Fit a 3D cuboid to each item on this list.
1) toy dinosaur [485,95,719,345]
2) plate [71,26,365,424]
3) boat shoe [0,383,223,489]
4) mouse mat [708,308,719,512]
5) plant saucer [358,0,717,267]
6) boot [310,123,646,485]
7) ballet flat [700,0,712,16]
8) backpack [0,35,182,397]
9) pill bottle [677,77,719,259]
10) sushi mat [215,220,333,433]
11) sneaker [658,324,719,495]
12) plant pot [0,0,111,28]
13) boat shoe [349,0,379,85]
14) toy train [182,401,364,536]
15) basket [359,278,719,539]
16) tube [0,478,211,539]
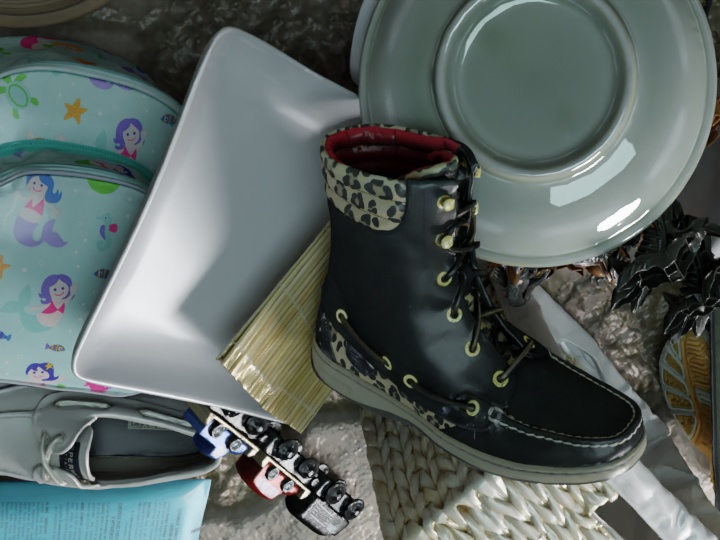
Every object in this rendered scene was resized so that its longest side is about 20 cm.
[{"bbox_3d":[0.161,-0.040,0.804,0.101,0.137,0.201,3,138,-33],"label":"toy dinosaur"},{"bbox_3d":[-0.059,-0.018,0.775,0.198,0.032,0.202,19,98,-50],"label":"plate"},{"bbox_3d":[-0.186,0.114,0.896,0.197,0.066,0.073,4,112,-11],"label":"boat shoe"},{"bbox_3d":[0.302,0.075,0.942,0.159,0.007,0.203,-9,100,-29],"label":"mouse mat"},{"bbox_3d":[0.094,-0.102,0.730,0.197,0.050,0.204,0,92,8],"label":"plant saucer"},{"bbox_3d":[0.058,0.018,0.713,0.201,0.073,0.156,20,129,27],"label":"boot"},{"bbox_3d":[0.176,-0.111,0.862,0.072,0.073,0.203,11,111,-14],"label":"ballet flat"},{"bbox_3d":[-0.182,-0.030,0.796,0.175,0.150,0.203,10,102,-27],"label":"backpack"},{"bbox_3d":[0.305,-0.061,0.877,0.197,0.115,0.116,2,113,-15],"label":"pill bottle"},{"bbox_3d":[0.000,0.000,0.811,0.201,0.012,0.096,-51,140,-10],"label":"sushi mat"},{"bbox_3d":[0.284,0.107,0.981,0.087,0.076,0.202,-35,117,-12],"label":"sneaker"},{"bbox_3d":[-0.192,-0.227,0.738,0.197,0.093,0.204,-3,112,-8],"label":"plant pot"},{"bbox_3d":[0.057,-0.190,0.782,0.056,0.068,0.202,30,102,18],"label":"boat shoe"},{"bbox_3d":[-0.059,0.129,0.904,0.046,0.034,0.200,-46,136,-4],"label":"toy train"},{"bbox_3d":[0.120,0.143,0.889,0.160,0.201,0.198,-41,113,11],"label":"basket"},{"bbox_3d":[-0.205,0.174,0.932,0.197,0.051,0.078,6,116,-17],"label":"tube"}]
